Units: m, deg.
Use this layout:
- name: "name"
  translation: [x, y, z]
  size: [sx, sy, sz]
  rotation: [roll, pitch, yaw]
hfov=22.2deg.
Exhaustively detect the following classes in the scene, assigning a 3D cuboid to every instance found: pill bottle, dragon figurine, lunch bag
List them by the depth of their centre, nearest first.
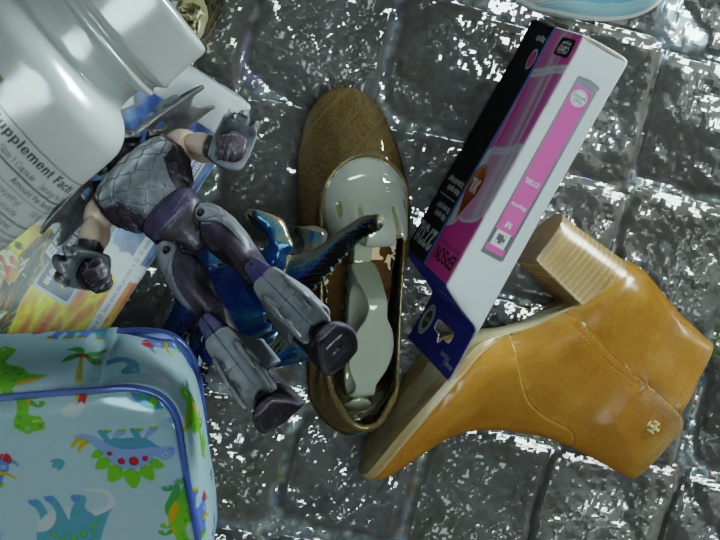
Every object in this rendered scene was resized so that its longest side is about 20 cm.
- name: "pill bottle"
  translation: [-0.180, -0.080, 0.900]
  size: [0.200, 0.114, 0.115]
  rotation: [-39, 108, 2]
- name: "lunch bag"
  translation: [-0.179, 0.114, 0.980]
  size: [0.198, 0.083, 0.162]
  rotation: [-5, 117, 5]
- name: "dragon figurine"
  translation: [-0.055, 0.022, 0.995]
  size: [0.059, 0.199, 0.100]
  rotation: [14, 74, -53]

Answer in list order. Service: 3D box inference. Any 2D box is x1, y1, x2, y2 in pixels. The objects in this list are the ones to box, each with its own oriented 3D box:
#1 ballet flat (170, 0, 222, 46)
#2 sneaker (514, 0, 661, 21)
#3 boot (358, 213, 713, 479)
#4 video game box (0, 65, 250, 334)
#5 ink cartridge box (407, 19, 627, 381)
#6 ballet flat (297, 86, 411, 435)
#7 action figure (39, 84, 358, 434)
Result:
- name: "ballet flat"
  translation: [-0.092, -0.205, 0.960]
  size: [0.067, 0.046, 0.202]
  rotation: [9, 88, -25]
- name: "sneaker"
  translation: [0.097, -0.185, 0.985]
  size: [0.199, 0.131, 0.080]
  rotation: [20, 96, -17]
- name: "boot"
  translation: [0.109, 0.082, 1.079]
  size: [0.144, 0.071, 0.201]
  rotation: [42, 86, -15]
- name: "video game box"
  translation: [-0.187, -0.057, 0.992]
  size: [0.182, 0.047, 0.201]
  rotation: [32, 93, -15]
- name: "ink cartridge box"
  translation: [0.075, -0.042, 1.030]
  size: [0.037, 0.095, 0.201]
  rotation: [25, 96, -17]
- name: "ballet flat"
  translation: [0.000, 0.000, 1.034]
  size: [0.067, 0.072, 0.202]
  rotation: [-1, 102, -16]
- name: "action figure"
  translation: [-0.085, -0.016, 0.934]
  size: [0.130, 0.069, 0.200]
  rotation: [-45, 71, 8]
